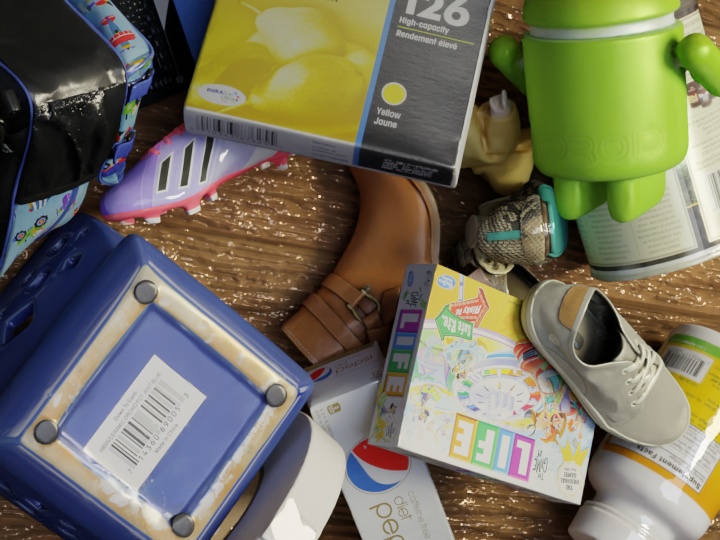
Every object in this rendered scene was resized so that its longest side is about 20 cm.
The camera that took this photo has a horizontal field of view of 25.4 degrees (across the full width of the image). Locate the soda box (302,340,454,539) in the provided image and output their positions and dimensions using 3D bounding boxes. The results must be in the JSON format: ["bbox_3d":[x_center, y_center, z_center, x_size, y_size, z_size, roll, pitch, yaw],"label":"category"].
[{"bbox_3d":[0.019,0.158,1.221,0.068,0.064,0.201,-21,116,-2],"label":"soda box"}]

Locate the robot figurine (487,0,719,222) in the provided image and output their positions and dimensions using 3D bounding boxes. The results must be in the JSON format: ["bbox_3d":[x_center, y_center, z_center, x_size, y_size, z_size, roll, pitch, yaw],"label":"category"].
[{"bbox_3d":[0.177,-0.139,1.158,0.115,0.175,0.201,-26,115,-50],"label":"robot figurine"}]

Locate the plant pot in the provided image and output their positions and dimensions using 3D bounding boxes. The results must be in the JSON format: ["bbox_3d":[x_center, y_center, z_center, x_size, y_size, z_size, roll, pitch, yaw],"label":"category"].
[{"bbox_3d":[-0.164,0.091,1.108,0.200,0.180,0.200,41,75,-20],"label":"plant pot"}]

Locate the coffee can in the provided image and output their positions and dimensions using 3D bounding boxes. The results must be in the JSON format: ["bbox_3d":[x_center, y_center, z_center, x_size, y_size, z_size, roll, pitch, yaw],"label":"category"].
[{"bbox_3d":[0.227,-0.110,1.295,0.146,0.146,0.201,-22,100,-22],"label":"coffee can"}]

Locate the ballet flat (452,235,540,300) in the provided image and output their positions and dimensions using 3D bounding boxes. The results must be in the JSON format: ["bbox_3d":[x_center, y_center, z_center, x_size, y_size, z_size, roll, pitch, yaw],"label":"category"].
[{"bbox_3d":[0.154,0.042,1.301,0.200,0.046,0.067,47,45,-7],"label":"ballet flat"}]

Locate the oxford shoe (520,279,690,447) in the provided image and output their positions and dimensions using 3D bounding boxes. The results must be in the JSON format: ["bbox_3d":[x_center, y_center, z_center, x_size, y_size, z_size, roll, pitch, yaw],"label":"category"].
[{"bbox_3d":[0.199,0.076,1.222,0.200,0.058,0.075,42,62,-33],"label":"oxford shoe"}]

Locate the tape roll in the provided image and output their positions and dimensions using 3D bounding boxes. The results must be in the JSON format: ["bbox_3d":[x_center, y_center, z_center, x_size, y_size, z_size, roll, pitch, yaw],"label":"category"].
[{"bbox_3d":[-0.093,0.185,1.116,0.037,0.203,0.203,44,75,-15],"label":"tape roll"}]

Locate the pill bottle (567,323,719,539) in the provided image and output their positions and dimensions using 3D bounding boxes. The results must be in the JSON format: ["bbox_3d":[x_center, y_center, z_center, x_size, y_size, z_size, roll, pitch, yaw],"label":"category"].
[{"bbox_3d":[0.260,0.155,1.337,0.111,0.111,0.201,40,76,-20],"label":"pill bottle"}]

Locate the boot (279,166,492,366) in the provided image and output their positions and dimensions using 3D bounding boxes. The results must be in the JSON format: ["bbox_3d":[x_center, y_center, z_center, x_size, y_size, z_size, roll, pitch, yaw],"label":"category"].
[{"bbox_3d":[0.000,0.000,1.246,0.155,0.077,0.201,-34,97,-3],"label":"boot"}]

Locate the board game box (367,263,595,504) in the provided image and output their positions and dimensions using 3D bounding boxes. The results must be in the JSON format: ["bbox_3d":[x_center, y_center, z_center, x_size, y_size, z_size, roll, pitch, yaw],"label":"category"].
[{"bbox_3d":[0.101,0.088,1.198,0.199,0.034,0.135,21,76,-38],"label":"board game box"}]

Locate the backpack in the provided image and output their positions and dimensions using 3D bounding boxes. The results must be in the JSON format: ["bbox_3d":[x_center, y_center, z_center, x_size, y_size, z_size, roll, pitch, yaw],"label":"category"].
[{"bbox_3d":[-0.242,-0.100,1.067,0.134,0.201,0.183,-25,59,-39],"label":"backpack"}]

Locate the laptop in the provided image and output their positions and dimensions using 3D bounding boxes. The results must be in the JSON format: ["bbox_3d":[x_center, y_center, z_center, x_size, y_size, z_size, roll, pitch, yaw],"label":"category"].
[{"bbox_3d":[-0.127,-0.222,1.155,0.103,0.200,0.178,-16,99,17],"label":"laptop"}]

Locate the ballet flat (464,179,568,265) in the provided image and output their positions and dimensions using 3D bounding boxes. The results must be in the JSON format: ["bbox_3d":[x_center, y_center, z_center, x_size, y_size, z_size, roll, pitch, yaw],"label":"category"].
[{"bbox_3d":[0.119,-0.035,1.244,0.075,0.200,0.068,-5,93,11],"label":"ballet flat"}]

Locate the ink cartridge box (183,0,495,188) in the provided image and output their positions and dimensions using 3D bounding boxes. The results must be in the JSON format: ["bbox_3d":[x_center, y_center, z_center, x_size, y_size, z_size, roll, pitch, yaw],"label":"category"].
[{"bbox_3d":[-0.008,-0.173,1.148,0.196,0.047,0.201,11,70,3],"label":"ink cartridge box"}]

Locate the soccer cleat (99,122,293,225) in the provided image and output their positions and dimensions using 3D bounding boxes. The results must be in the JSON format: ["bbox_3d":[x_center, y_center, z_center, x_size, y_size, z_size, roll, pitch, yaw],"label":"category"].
[{"bbox_3d":[-0.114,-0.092,1.176,0.199,0.067,0.077,-27,106,-34],"label":"soccer cleat"}]

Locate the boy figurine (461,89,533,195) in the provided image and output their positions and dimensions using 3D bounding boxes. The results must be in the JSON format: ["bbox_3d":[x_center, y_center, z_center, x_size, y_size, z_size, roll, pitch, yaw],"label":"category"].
[{"bbox_3d":[0.077,-0.117,1.247,0.199,0.124,0.065,24,67,-39],"label":"boy figurine"}]
